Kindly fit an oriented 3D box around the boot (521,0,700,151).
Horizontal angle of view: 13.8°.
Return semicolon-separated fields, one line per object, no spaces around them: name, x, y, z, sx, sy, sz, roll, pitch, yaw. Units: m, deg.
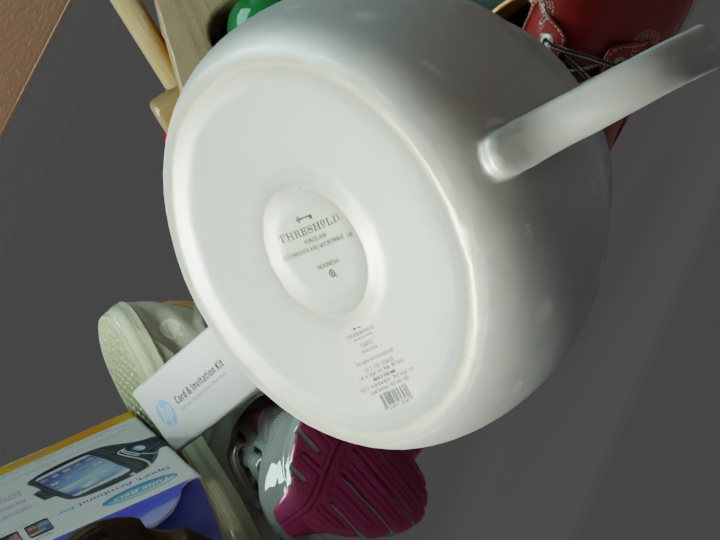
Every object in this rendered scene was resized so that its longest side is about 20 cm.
boot;0.090;-0.071;1.265;0.200;0.072;0.145;106;-174;-54

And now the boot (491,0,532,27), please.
boot;0.055;-0.076;1.548;0.201;0.071;0.144;-55;-14;26

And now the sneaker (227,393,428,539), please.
sneaker;-0.020;0.094;1.419;0.088;0.081;0.200;-32;5;17

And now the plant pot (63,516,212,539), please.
plant pot;-0.114;0.226;1.280;0.198;0.200;0.200;-53;7;26

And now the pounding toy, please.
pounding toy;-0.074;-0.103;1.684;0.200;0.142;0.184;79;175;-48

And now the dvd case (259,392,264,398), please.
dvd case;-0.055;0.113;1.650;0.150;0.025;0.200;-51;-9;-42

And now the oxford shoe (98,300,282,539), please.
oxford shoe;-0.066;0.099;1.497;0.058;0.200;0.075;-23;-9;-23

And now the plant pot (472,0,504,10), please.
plant pot;0.067;-0.196;1.696;0.196;0.200;0.201;-87;22;-63

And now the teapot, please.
teapot;0.031;-0.036;1.177;0.146;0.200;0.198;-30;-42;-40

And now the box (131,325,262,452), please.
box;0.000;0.000;1.432;0.200;0.041;0.156;-36;-2;-39

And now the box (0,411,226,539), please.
box;-0.137;0.122;1.404;0.119;0.042;0.200;-23;14;-11
